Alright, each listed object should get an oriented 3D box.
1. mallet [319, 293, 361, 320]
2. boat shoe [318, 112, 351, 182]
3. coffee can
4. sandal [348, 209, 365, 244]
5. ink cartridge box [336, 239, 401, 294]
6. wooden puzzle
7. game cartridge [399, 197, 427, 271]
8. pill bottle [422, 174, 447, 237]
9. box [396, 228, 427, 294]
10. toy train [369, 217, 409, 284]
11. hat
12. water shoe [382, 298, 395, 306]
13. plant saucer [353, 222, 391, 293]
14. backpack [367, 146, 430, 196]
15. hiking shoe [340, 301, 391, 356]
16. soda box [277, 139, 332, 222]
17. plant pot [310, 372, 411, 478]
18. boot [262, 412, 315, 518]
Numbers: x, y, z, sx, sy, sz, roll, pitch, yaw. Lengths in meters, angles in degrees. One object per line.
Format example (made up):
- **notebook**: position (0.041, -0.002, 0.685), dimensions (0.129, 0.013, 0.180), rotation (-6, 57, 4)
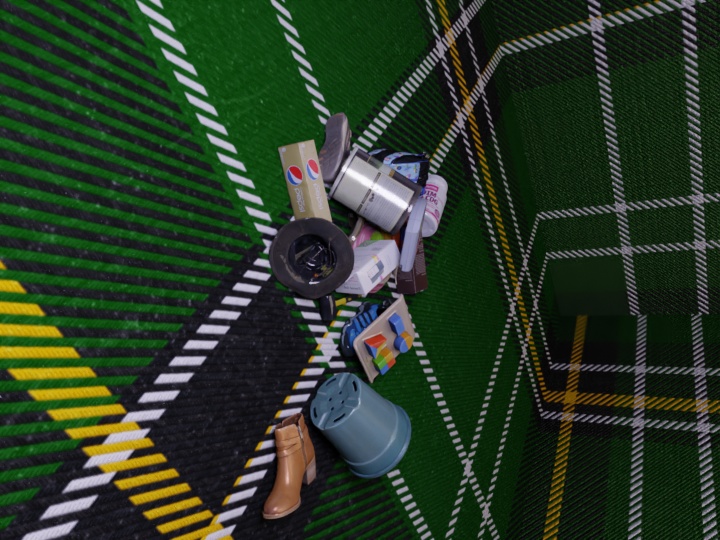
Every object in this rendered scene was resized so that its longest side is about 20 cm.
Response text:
- **mallet**: position (-0.046, 0.090, 1.434), dimensions (0.199, 0.041, 0.067), rotation (0, 88, -63)
- **boat shoe**: position (-0.056, -0.310, 1.419), dimensions (0.073, 0.074, 0.202), rotation (39, 56, -50)
- **coffee can**: position (0.037, -0.202, 1.401), dimensions (0.199, 0.147, 0.147), rotation (30, 51, -5)
- **sandal**: position (-0.011, -0.146, 1.491), dimensions (0.054, 0.080, 0.201), rotation (28, 57, -5)
- **ink cartridge box**: position (0.000, 0.000, 1.396), dimensions (0.200, 0.116, 0.068), rotation (-40, 117, -34)
- **wooden puzzle**: position (0.077, 0.189, 1.470), dimensions (0.200, 0.046, 0.186), rotation (-45, 139, -21)
- **game cartridge**: position (0.138, -0.103, 1.413), dimensions (0.201, 0.040, 0.135), rotation (-68, 164, -56)
- **pill bottle**: position (0.224, -0.220, 1.835), dimensions (0.114, 0.112, 0.201), rotation (58, 40, -38)
- **box**: position (0.155, -0.033, 1.742), dimensions (0.100, 0.074, 0.203), rotation (-14, 98, -59)
- **toy train**: position (0.072, -0.070, 1.511), dimensions (0.115, 0.084, 0.203), rotation (16, 73, -46)
- **hat**: position (-0.115, -0.041, 1.268), dimensions (0.081, 0.199, 0.202), rotation (-122, -171, -63)
- **water shoe**: position (0.058, 0.167, 1.584), dimensions (0.079, 0.071, 0.201), rotation (42, 49, -11)
- **plant saucer**: position (0.038, -0.037, 1.568), dimensions (0.200, 0.050, 0.203), rotation (12, 76, -58)
- **backpack**: position (0.083, -0.269, 1.542), dimensions (0.200, 0.181, 0.136), rotation (-26, 125, -59)
- **hiking shoe**: position (0.012, 0.150, 1.470), dimensions (0.201, 0.086, 0.075), rotation (-58, 134, -44)
- **soda box**: position (-0.129, -0.199, 1.295), dimensions (0.068, 0.063, 0.203), rotation (-33, 114, -55)
- **plant pot**: position (-0.009, 0.362, 1.331), dimensions (0.197, 0.198, 0.202), rotation (51, 45, -33)
- **boot**: position (-0.162, 0.412, 1.173), dimensions (0.200, 0.073, 0.157), rotation (-38, 121, -68)
